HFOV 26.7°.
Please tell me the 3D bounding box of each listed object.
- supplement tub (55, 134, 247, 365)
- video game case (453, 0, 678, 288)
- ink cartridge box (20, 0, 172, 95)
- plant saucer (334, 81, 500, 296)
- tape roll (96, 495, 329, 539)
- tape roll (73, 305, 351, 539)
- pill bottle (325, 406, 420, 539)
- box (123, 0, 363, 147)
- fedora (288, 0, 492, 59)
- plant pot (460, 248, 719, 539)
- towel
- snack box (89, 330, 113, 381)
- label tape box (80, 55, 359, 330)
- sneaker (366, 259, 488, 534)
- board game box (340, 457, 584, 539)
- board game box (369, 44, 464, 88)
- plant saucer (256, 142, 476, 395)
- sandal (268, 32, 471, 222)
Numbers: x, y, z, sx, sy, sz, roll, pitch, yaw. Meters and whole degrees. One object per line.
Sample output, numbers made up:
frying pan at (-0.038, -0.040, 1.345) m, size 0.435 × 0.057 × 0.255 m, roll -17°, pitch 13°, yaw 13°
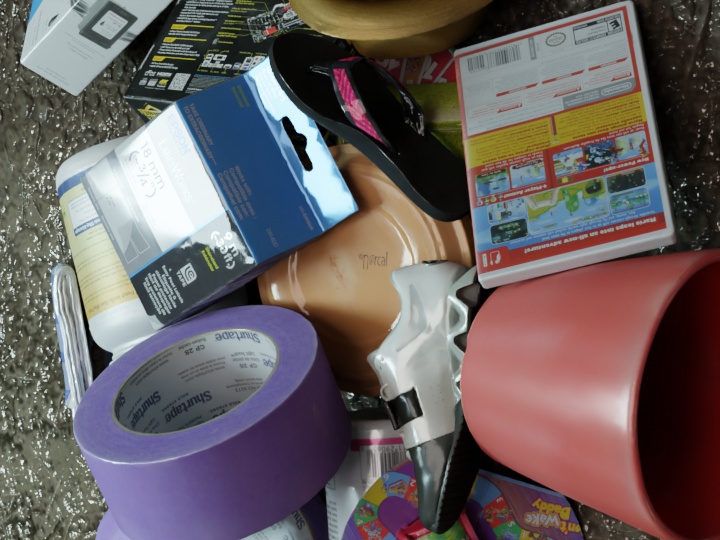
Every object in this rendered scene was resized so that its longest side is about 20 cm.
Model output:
supplement tub at (-0.181, -0.010, 1.351) m, size 0.144 × 0.144 × 0.202 m, roll -20°, pitch 80°, yaw 36°
video game case at (0.144, -0.094, 1.101) m, size 0.142 × 0.017 × 0.201 m, roll -14°, pitch 60°, yaw 18°
ink cartridge box at (-0.222, -0.267, 1.382) m, size 0.200 × 0.066 × 0.116 m, roll -38°, pitch 37°, yaw 33°
plant saucer at (0.058, -0.047, 1.203) m, size 0.198 × 0.048 × 0.202 m, roll 1°, pitch 98°, yaw 30°
tape roll at (-0.115, 0.237, 1.272) m, size 0.200 × 0.199 × 0.085 m, roll 51°, pitch 119°, yaw 23°
tape roll at (-0.112, 0.116, 1.164) m, size 0.199 × 0.200 × 0.085 m, roll 1°, pitch 124°, yaw 37°
pill bottle at (0.030, 0.215, 1.224) m, size 0.113 × 0.113 × 0.202 m, roll -2°, pitch 91°, yaw 37°
box at (-0.085, -0.187, 1.277) m, size 0.199 × 0.049 × 0.160 m, roll 10°, pitch 62°, yaw 36°
fedora at (0.042, -0.222, 1.175) m, size 0.200 × 0.201 × 0.082 m, roll 28°, pitch 150°, yaw 33°
plant pot at (0.179, 0.079, 1.064) m, size 0.177 × 0.199 × 0.202 m, roll 6°, pitch 97°, yaw 46°
towel at (-0.273, 0.067, 1.424) m, size 0.200 × 0.024 × 0.148 m, roll -178°, pitch 79°, yaw -76°
snack box at (-0.231, 0.096, 1.471) m, size 0.071 × 0.024 × 0.202 m, roll 4°, pitch 95°, yaw 36°
label tape box at (-0.116, -0.061, 1.199) m, size 0.199 × 0.063 × 0.145 m, roll -31°, pitch 84°, yaw 38°
sneaker at (0.048, 0.092, 1.131) m, size 0.088 × 0.074 × 0.202 m, roll 4°, pitch 87°, yaw 22°
board game box at (0.082, 0.232, 1.152) m, size 0.198 × 0.039 × 0.159 m, roll 18°, pitch 88°, yaw -8°
board game box at (0.028, -0.103, 1.260) m, size 0.095 × 0.030 × 0.201 m, roll 36°, pitch 116°, yaw 29°
plant saucer at (0.000, 0.000, 1.198) m, size 0.199 × 0.032 × 0.202 m, roll 5°, pitch 100°, yaw 29°
sandal at (0.016, -0.120, 1.144) m, size 0.200 × 0.075 × 0.045 m, roll 42°, pitch 142°, yaw 11°
